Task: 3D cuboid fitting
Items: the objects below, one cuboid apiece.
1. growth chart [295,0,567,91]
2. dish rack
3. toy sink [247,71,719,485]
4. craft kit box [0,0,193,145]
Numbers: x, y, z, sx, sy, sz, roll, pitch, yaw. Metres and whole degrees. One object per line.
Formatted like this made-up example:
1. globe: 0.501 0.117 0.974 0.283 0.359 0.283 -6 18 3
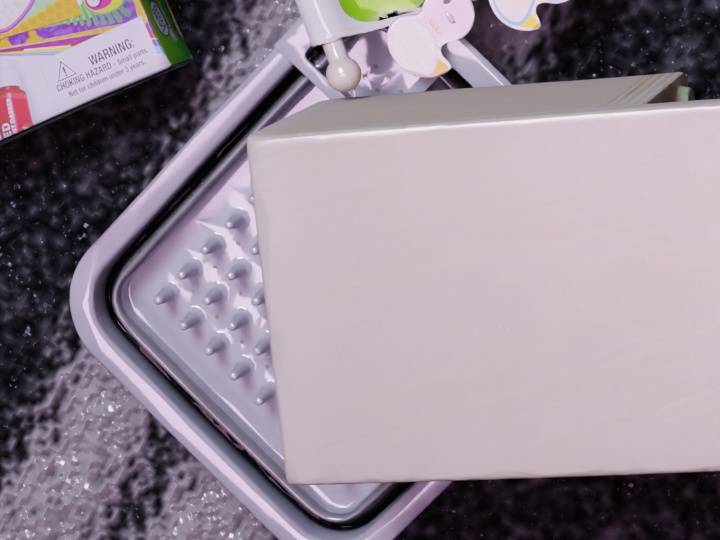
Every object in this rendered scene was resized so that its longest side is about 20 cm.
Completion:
1. growth chart: 0.051 -0.166 1.027 0.200 0.018 0.145 -28 87 2
2. dish rack: 0.000 0.000 1.078 0.172 0.044 0.200 44 105 0
3. toy sink: 0.074 -0.001 0.984 0.199 0.112 0.131 -4 100 17
4. craft kit box: -0.197 -0.137 1.092 0.199 0.049 0.198 -23 92 14
